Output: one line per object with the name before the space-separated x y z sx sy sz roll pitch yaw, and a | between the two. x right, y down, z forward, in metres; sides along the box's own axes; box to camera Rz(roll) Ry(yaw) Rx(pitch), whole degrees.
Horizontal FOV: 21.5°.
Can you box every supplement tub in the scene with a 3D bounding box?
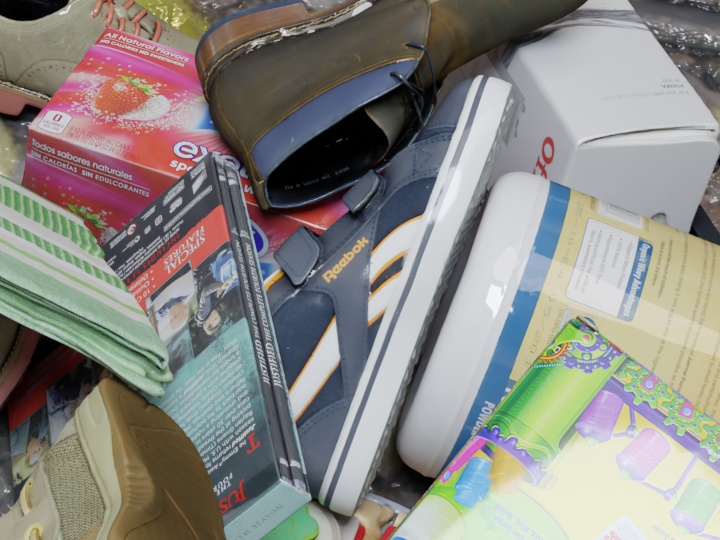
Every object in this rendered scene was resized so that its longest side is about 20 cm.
supplement tub | 0.130 0.054 0.852 0.199 0.145 0.145 21 42 1

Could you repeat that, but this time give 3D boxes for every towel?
towel | -0.161 -0.018 0.783 0.152 0.023 0.200 30 6 -26

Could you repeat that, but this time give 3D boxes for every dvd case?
dvd case | -0.094 0.058 0.803 0.022 0.146 0.200 35 25 -35

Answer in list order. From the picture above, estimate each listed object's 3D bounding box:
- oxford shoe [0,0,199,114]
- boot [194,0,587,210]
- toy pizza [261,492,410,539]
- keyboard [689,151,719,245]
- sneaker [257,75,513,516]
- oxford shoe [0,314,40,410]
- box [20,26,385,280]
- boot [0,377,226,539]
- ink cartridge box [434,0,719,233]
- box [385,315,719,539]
oxford shoe | -0.133 -0.117 1.012 0.199 0.075 0.071 9 41 -6
boot | 0.027 -0.090 0.873 0.199 0.075 0.097 -19 50 3
toy pizza | -0.020 0.158 0.788 0.199 0.032 0.201 8 42 -7
keyboard | 0.159 -0.044 0.986 0.021 0.127 0.200 -14 48 -14
sneaker | 0.000 0.000 0.823 0.079 0.201 0.078 23 -2 7
oxford shoe | -0.191 0.051 0.812 0.075 0.070 0.200 31 38 -13
box | -0.058 -0.031 0.934 0.199 0.096 0.100 19 41 6
boot | -0.116 0.143 0.673 0.073 0.155 0.200 40 12 -29
ink cartridge box | 0.091 -0.078 0.988 0.083 0.147 0.200 -6 45 -21
box | 0.092 0.163 0.675 0.200 0.122 0.193 38 74 15
